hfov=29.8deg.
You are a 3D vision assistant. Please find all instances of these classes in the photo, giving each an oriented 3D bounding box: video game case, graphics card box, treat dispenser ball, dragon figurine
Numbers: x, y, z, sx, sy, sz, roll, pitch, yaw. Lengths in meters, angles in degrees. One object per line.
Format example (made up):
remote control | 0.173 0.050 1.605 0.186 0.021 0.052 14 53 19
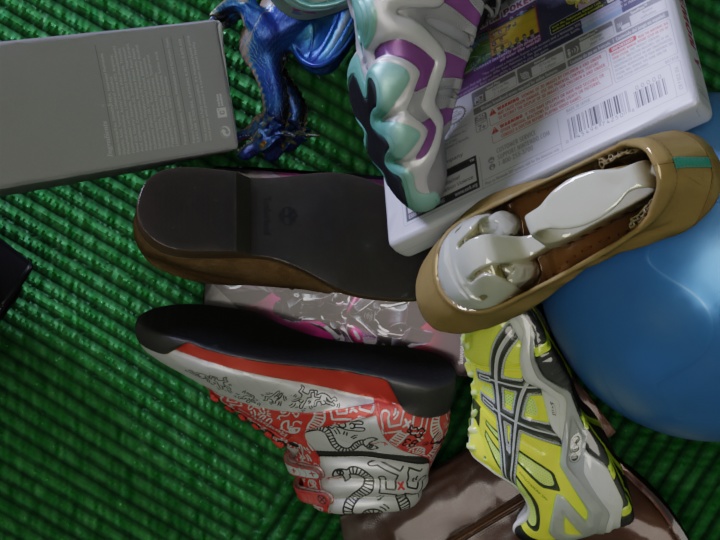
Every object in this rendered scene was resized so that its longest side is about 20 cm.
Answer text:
video game case | 0.095 -0.122 0.791 0.200 0.023 0.182 -25 53 30
graphics card box | 0.000 0.000 0.878 0.200 0.051 0.126 5 95 6
treat dispenser ball | 0.204 -0.002 0.783 0.201 0.201 0.201 0 93 5
dragon figurine | -0.027 -0.161 0.865 0.099 0.059 0.200 41 91 1

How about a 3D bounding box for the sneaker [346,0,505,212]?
sneaker | 0.060 -0.140 0.746 0.140 0.078 0.200 -17 109 -11

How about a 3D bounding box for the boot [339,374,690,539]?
boot | 0.104 0.190 0.873 0.200 0.064 0.186 -36 79 4

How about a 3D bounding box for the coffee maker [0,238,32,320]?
coffee maker | -0.313 -0.026 0.853 0.200 0.192 0.135 43 140 -16

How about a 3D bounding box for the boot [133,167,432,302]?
boot | -0.040 -0.016 0.829 0.200 0.075 0.074 10 68 -12

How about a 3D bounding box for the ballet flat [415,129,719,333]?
ballet flat | 0.090 -0.021 0.708 0.200 0.063 0.069 -31 72 35

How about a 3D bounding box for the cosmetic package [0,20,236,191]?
cosmetic package | -0.186 -0.092 0.802 0.200 0.107 0.090 -11 95 -38

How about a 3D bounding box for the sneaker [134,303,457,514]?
sneaker | -0.047 0.092 0.841 0.201 0.067 0.108 11 113 -1

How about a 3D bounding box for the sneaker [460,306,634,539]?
sneaker | 0.090 0.076 0.803 0.076 0.075 0.200 -26 94 12

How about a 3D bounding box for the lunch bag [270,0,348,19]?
lunch bag | 0.012 -0.246 0.795 0.200 0.077 0.161 -29 94 -5
